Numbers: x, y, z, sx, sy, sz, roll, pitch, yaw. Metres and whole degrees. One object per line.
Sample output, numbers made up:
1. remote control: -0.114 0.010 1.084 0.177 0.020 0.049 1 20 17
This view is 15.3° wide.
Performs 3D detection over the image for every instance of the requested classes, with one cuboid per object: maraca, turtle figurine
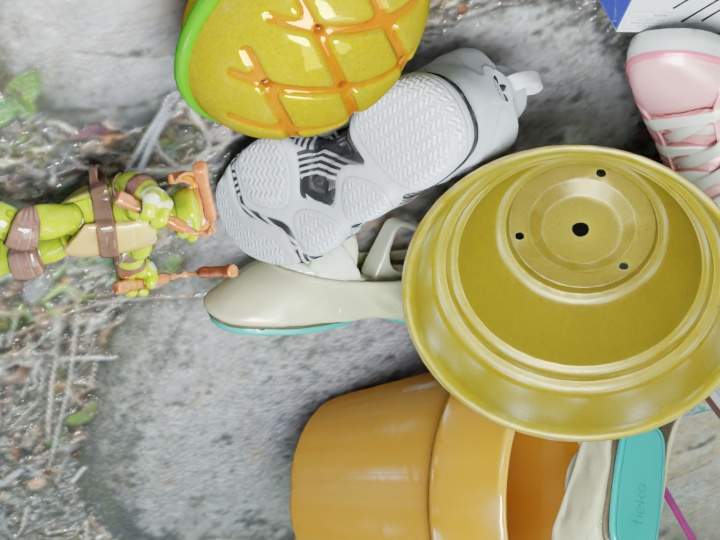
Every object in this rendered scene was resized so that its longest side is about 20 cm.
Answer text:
1. maraca: -0.015 -0.146 1.390 0.137 0.107 0.200 13 129 -48
2. turtle figurine: -0.148 -0.027 1.481 0.161 0.065 0.200 -10 167 -9

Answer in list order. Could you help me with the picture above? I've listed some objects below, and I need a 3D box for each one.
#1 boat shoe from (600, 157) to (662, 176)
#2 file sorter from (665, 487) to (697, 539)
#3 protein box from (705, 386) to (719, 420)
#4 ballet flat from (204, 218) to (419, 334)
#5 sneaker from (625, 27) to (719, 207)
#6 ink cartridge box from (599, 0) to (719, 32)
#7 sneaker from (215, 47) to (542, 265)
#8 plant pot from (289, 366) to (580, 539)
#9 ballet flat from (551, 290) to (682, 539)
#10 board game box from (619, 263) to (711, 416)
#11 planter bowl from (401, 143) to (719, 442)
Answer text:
1. boat shoe: 0.227 -0.026 1.698 0.199 0.071 0.070 3 137 -26
2. file sorter: 0.139 0.236 1.913 0.138 0.126 0.200 -3 137 -27
3. protein box: 0.342 0.033 1.625 0.198 0.135 0.200 -32 172 -30
4. ballet flat: 0.000 0.000 1.607 0.199 0.070 0.070 0 136 -31
5. sneaker: 0.211 -0.055 1.568 0.075 0.105 0.200 -5 149 28
6. ink cartridge box: 0.240 -0.184 1.542 0.199 0.044 0.094 -3 139 -27
7. sneaker: 0.013 -0.066 1.518 0.200 0.075 0.115 -25 180 43
8. plant pot: 0.063 0.141 1.691 0.183 0.201 0.200 -1 156 34
9. ballet flat: 0.159 0.086 1.614 0.069 0.201 0.070 16 161 6
10. board game box: 0.165 0.048 1.738 0.134 0.034 0.200 -16 150 32
11. planter bowl: 0.126 -0.005 1.546 0.199 0.084 0.201 3 122 5
